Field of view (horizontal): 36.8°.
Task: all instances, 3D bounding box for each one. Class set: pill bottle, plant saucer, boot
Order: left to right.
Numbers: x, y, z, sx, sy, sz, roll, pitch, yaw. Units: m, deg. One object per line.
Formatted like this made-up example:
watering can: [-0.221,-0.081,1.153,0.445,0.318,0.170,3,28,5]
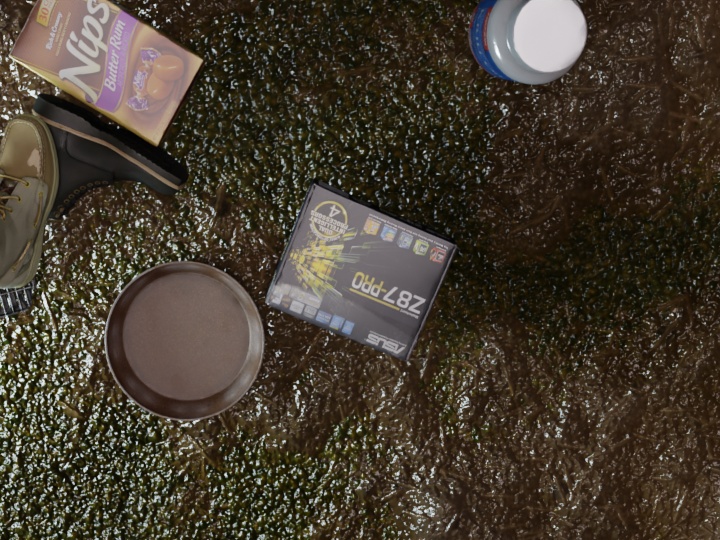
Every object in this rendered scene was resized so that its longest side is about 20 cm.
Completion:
boot: [-0.402,-0.073,1.192,0.071,0.155,0.204,12,98,8]
boot: [-0.316,-0.104,1.289,0.197,0.077,0.140,28,103,4]
plant saucer: [-0.217,0.085,1.349,0.196,0.035,0.205,-1,102,-3]
pill bottle: [0.190,-0.269,1.222,0.110,0.200,0.115,-1,101,-4]

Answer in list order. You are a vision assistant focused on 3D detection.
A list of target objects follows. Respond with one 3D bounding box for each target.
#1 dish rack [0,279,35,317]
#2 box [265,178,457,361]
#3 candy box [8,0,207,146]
dish rack: [-0.495,-0.001,1.302,0.196,0.055,0.156,-14,104,-3]
box: [0.000,0.000,1.340,0.197,0.049,0.163,23,102,-9]
candy box: [-0.293,-0.249,1.265,0.198,0.057,0.118,30,99,-8]
